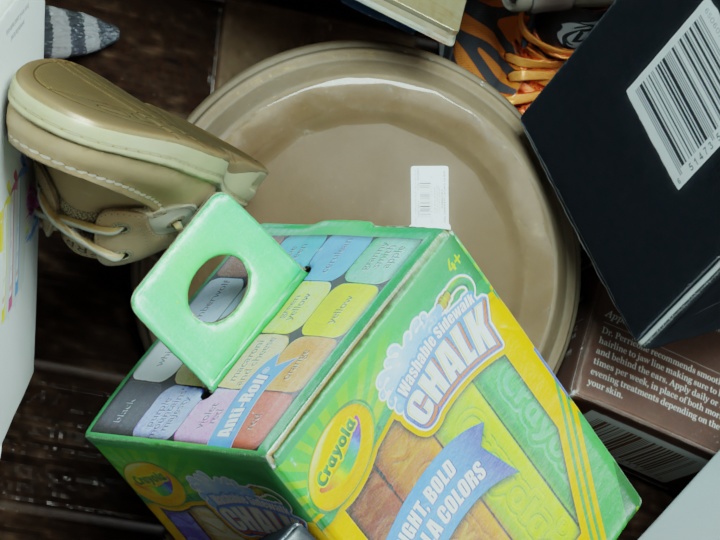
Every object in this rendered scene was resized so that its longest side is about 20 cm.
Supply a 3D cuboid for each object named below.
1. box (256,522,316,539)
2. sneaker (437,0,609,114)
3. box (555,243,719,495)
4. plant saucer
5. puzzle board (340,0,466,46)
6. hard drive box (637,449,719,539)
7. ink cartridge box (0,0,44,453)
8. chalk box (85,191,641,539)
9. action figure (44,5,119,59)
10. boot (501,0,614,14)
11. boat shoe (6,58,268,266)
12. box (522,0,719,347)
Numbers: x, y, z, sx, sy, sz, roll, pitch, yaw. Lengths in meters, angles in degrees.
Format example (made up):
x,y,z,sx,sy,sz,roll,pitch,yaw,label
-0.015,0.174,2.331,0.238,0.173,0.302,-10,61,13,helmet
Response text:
x,y,z,sx,sy,sz,roll,pitch,yaw,label
-0.027,0.219,1.004,0.197,0.200,0.124,47,63,-6,box
0.076,-0.080,1.183,0.077,0.112,0.201,6,73,-22,sneaker
0.147,-0.007,1.218,0.100,0.075,0.201,24,69,-16,box
0.000,0.000,1.133,0.199,0.029,0.201,0,91,-7,plant saucer
-0.041,-0.169,1.150,0.199,0.017,0.151,26,27,-5,puzzle board
0.220,0.129,1.168,0.200,0.077,0.156,-43,130,-28,hard drive box
-0.193,-0.012,0.989,0.128,0.125,0.201,5,110,2,ink cartridge box
-0.008,0.061,1.014,0.125,0.124,0.200,-52,121,-25,chalk box
-0.182,-0.068,1.098,0.192,0.105,0.201,-5,107,-19,action figure
0.100,-0.207,1.092,0.146,0.070,0.201,-22,112,-7,boot
-0.090,-0.032,1.011,0.071,0.200,0.065,32,93,17,boat shoe
0.208,-0.083,1.085,0.196,0.200,0.124,-12,65,-34,box
